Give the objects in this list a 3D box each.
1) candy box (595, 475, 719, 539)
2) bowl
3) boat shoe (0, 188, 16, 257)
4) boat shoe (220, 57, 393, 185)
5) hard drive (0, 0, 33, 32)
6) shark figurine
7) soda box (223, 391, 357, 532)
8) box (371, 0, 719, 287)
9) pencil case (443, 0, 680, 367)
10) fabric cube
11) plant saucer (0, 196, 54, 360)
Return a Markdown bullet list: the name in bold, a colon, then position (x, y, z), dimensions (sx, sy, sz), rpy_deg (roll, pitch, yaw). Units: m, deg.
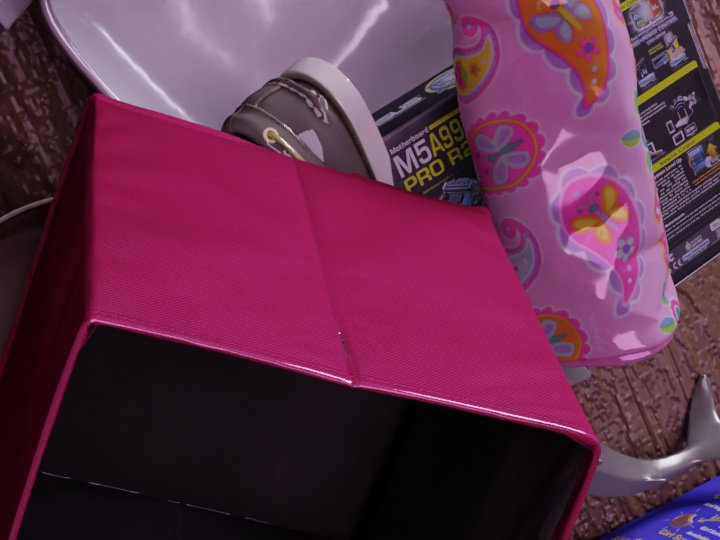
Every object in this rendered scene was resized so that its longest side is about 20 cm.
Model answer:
- **candy box**: position (0.216, 0.181, 0.940), dimensions (0.199, 0.169, 0.077), rpy_deg (-24, 105, -19)
- **bowl**: position (-0.051, -0.137, 0.867), dimensions (0.200, 0.075, 0.200), rpy_deg (44, 75, -20)
- **boat shoe**: position (-0.209, -0.091, 0.815), dimensions (0.072, 0.072, 0.201), rpy_deg (-20, 99, -35)
- **boat shoe**: position (-0.002, 0.000, 0.821), dimensions (0.060, 0.072, 0.202), rpy_deg (-37, 109, -30)
- **hard drive**: position (-0.161, -0.237, 0.847), dimensions (0.132, 0.026, 0.200), rpy_deg (43, 77, -18)
- **shark figurine**: position (0.131, 0.095, 0.948), dimensions (0.214, 0.089, 0.129), rpy_deg (23, 84, -19)
- **soda box**: position (-0.004, 0.104, 0.883), dimensions (0.200, 0.068, 0.064), rpy_deg (47, 69, -26)
- **box**: position (0.104, -0.046, 0.890), dimensions (0.200, 0.044, 0.161), rpy_deg (-34, 111, -21)
- **pencil case**: position (0.098, -0.052, 0.816), dimensions (0.087, 0.087, 0.201), rpy_deg (-22, 108, -20)
- **fabric cube**: position (-0.046, 0.075, 0.699), dimensions (0.199, 0.200, 0.197), rpy_deg (15, 113, -16)
- **plant saucer**: position (-0.145, 0.060, 0.837), dimensions (0.200, 0.032, 0.201), rpy_deg (-9, 105, -37)
